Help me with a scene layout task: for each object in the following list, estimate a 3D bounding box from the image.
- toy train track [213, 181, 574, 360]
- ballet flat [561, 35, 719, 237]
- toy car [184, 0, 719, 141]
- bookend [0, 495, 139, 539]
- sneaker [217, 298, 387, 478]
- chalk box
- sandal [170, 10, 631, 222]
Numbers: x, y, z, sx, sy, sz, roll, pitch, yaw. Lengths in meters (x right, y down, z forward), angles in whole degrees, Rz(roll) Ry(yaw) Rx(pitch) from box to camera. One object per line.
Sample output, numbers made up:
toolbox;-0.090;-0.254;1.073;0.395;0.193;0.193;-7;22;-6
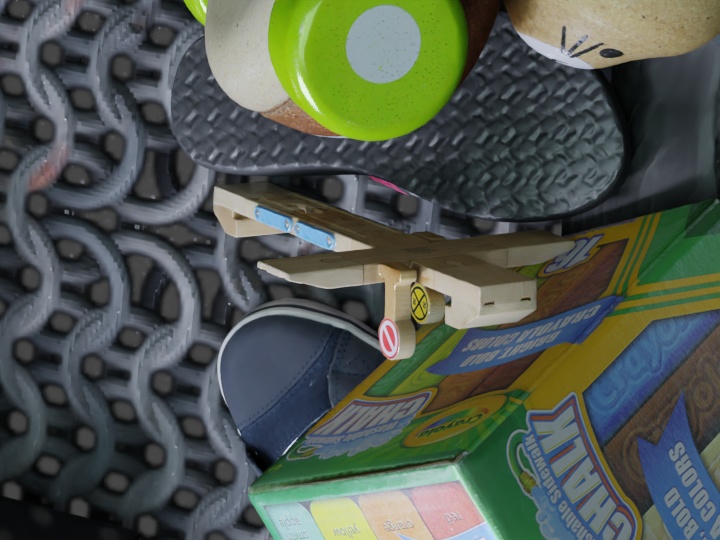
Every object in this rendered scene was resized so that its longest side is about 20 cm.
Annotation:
toy train track;0.000;0.000;0.931;0.200;0.114;0.033;23;115;59
ballet flat;0.117;-0.052;0.940;0.066;0.057;0.201;22;116;27
toy car;0.064;-0.093;0.815;0.199;0.164;0.158;22;98;-20
bookend;-0.175;0.094;1.047;0.198;0.092;0.201;12;105;14
sneaker;0.014;0.095;0.991;0.200;0.079;0.078;46;114;5
chalk box;0.056;0.086;0.880;0.124;0.200;0.124;-13;112;51
sandal;0.018;-0.060;0.968;0.199;0.045;0.076;8;91;35
